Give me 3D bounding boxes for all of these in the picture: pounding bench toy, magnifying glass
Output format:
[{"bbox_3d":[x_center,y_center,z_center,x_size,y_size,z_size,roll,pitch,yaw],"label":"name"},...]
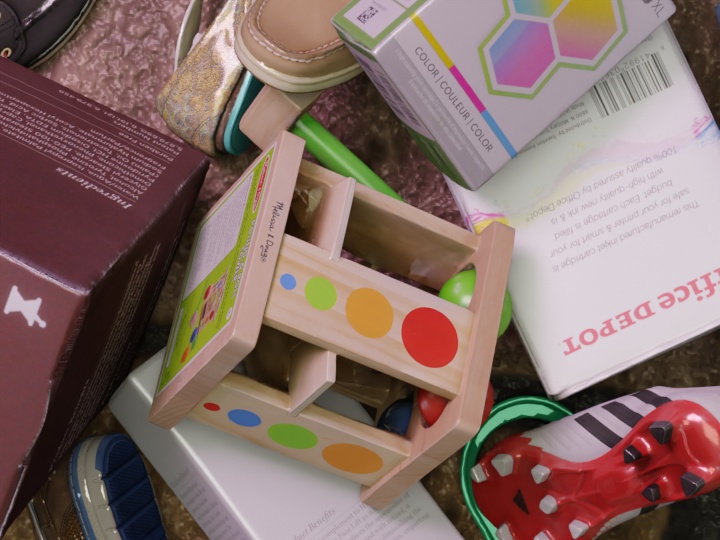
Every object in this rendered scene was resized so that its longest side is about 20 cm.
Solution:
[{"bbox_3d":[0.000,0.000,1.469,0.156,0.124,0.201,22,59,-16],"label":"pounding bench toy"},{"bbox_3d":[0.100,0.170,1.554,0.079,0.022,0.201,-5,87,5],"label":"magnifying glass"}]

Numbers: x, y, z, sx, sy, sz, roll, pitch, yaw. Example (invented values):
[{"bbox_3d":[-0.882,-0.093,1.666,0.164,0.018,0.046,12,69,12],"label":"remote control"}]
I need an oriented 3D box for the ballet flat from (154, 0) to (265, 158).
[{"bbox_3d":[-0.055,-0.161,1.551,0.071,0.071,0.200,28,91,4],"label":"ballet flat"}]

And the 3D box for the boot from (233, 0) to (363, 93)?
[{"bbox_3d":[0.020,-0.190,1.457,0.072,0.155,0.200,42,52,12],"label":"boot"}]

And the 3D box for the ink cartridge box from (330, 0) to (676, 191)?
[{"bbox_3d":[0.094,-0.149,1.429,0.200,0.059,0.104,-41,123,-5],"label":"ink cartridge box"}]

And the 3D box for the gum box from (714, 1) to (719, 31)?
[{"bbox_3d":[0.234,-0.073,1.457,0.044,0.200,0.171,-13,88,3],"label":"gum box"}]

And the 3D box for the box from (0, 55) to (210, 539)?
[{"bbox_3d":[-0.205,0.005,1.465,0.164,0.200,0.166,26,117,4],"label":"box"}]

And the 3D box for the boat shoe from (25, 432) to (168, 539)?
[{"bbox_3d":[-0.139,0.190,1.550,0.072,0.072,0.201,-10,97,26],"label":"boat shoe"}]

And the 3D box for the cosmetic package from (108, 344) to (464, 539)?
[{"bbox_3d":[-0.038,0.117,1.524,0.102,0.074,0.200,-35,85,-22],"label":"cosmetic package"}]

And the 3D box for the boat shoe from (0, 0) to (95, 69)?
[{"bbox_3d":[-0.223,-0.138,1.563,0.201,0.063,0.074,-38,84,1],"label":"boat shoe"}]

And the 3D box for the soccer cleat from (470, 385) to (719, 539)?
[{"bbox_3d":[0.139,0.101,1.479,0.085,0.200,0.069,-27,92,-40],"label":"soccer cleat"}]

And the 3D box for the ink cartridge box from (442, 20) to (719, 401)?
[{"bbox_3d":[0.128,-0.046,1.517,0.147,0.086,0.201,-24,85,2],"label":"ink cartridge box"}]
